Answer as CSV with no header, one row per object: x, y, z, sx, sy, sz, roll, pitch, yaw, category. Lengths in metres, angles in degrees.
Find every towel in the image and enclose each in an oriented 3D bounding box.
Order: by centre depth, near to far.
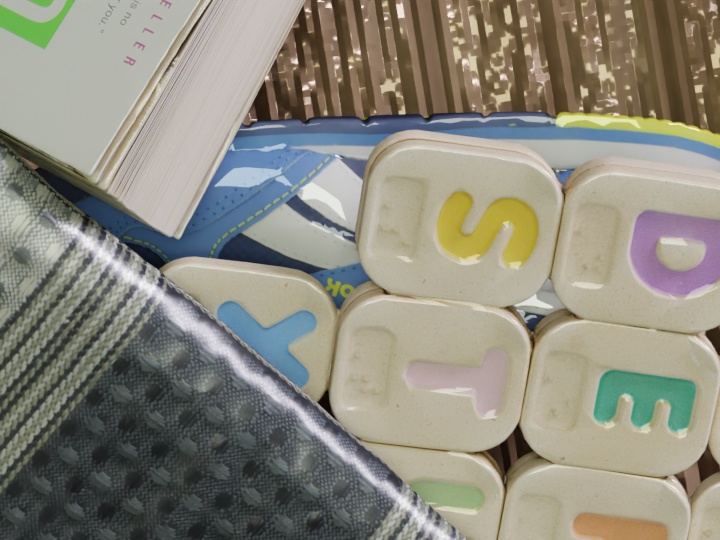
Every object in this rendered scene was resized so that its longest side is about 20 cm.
-0.086,0.095,0.764,0.192,0.035,0.200,40,103,-12,towel

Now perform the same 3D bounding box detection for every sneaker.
0.000,0.000,0.790,0.199,0.074,0.083,0,93,4,sneaker

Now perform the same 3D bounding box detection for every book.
-0.098,-0.111,0.776,0.200,0.048,0.134,27,85,29,book

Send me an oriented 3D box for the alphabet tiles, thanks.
0.035,0.064,0.770,0.195,0.015,0.201,8,111,-5,alphabet tiles
